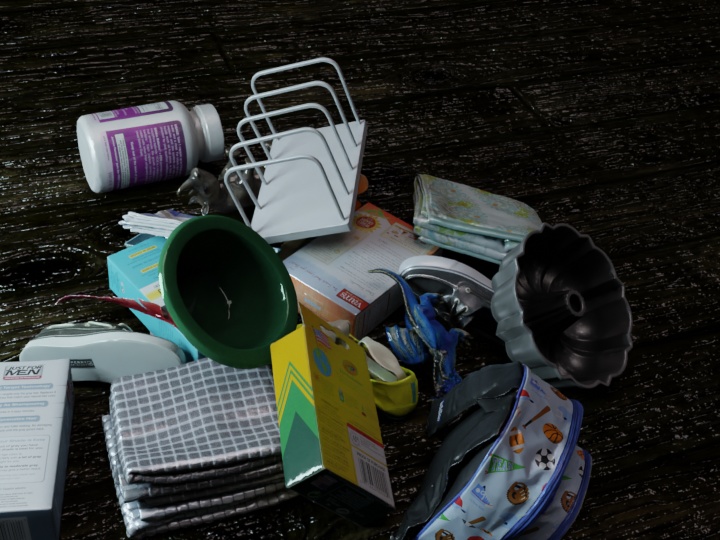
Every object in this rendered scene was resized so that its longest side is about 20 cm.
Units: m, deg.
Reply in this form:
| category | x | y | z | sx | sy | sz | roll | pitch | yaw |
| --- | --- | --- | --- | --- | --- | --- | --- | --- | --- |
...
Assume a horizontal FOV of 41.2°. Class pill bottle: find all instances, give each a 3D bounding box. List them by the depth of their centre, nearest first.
| category | x | y | z | sx | sy | sz | roll | pitch | yaw |
| --- | --- | --- | --- | --- | --- | --- | --- | --- | --- |
| pill bottle | -0.304 | -0.185 | 1.400 | 0.197 | 0.114 | 0.113 | -14 | 42 | -23 |

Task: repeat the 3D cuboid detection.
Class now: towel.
| category | x | y | z | sx | sy | sz | roll | pitch | yaw |
| --- | --- | --- | --- | --- | --- | --- | --- | --- | --- |
| towel | -0.165 | 0.170 | 1.001 | 0.196 | 0.087 | 0.167 | -9 | 40 | -17 |
| towel | -0.211 | -0.057 | 1.242 | 0.144 | 0.024 | 0.200 | 9 | 6 | 5 |
| towel | 0.165 | -0.070 | 1.321 | 0.196 | 0.049 | 0.172 | 16 | 26 | -6 |

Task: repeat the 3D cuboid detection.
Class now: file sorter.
| category | x | y | z | sx | sy | sz | roll | pitch | yaw |
| --- | --- | --- | --- | --- | --- | --- | --- | --- | --- |
| file sorter | -0.083 | -0.154 | 1.222 | 0.136 | 0.125 | 0.202 | -8 | 46 | 18 |

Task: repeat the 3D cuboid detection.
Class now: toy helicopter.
| category | x | y | z | sx | sy | sz | roll | pitch | yaw |
| --- | --- | --- | --- | --- | --- | --- | --- | --- | --- |
| toy helicopter | -0.062 | -0.068 | 1.289 | 0.079 | 0.132 | 0.201 | 41 | 62 | -6 |

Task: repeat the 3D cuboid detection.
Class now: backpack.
| category | x | y | z | sx | sy | sz | roll | pitch | yaw |
| --- | --- | --- | --- | --- | --- | --- | --- | --- | --- |
| backpack | 0.137 | 0.194 | 0.928 | 0.152 | 0.192 | 0.201 | 26 | 40 | -1 |

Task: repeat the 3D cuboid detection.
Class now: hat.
| category | x | y | z | sx | sy | sz | roll | pitch | yaw |
| --- | --- | --- | --- | --- | --- | --- | --- | --- | --- |
| hat | -0.192 | 0.044 | 1.078 | 0.201 | 0.175 | 0.165 | 53 | 45 | -4 |

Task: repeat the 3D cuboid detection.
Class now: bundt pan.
| category | x | y | z | sx | sy | sz | roll | pitch | yaw |
| --- | --- | --- | --- | --- | --- | --- | --- | --- | --- |
| bundt pan | 0.234 | 0.051 | 1.152 | 0.199 | 0.075 | 0.206 | 15 | 62 | -31 |

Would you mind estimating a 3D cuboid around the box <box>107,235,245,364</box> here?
| category | x | y | z | sx | sy | sz | roll | pitch | yaw |
| --- | --- | --- | --- | --- | --- | --- | --- | --- | --- |
| box | -0.215 | 0.039 | 1.134 | 0.082 | 0.050 | 0.199 | -26 | 49 | -33 |

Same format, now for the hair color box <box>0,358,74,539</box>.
| category | x | y | z | sx | sy | sz | roll | pitch | yaw |
| --- | --- | --- | --- | --- | --- | --- | --- | --- | --- |
| hair color box | -0.352 | 0.183 | 0.981 | 0.097 | 0.061 | 0.202 | -1 | 40 | -10 |

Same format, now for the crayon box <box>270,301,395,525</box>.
| category | x | y | z | sx | sy | sz | roll | pitch | yaw |
| --- | --- | --- | --- | --- | --- | --- | --- | --- | --- |
| crayon box | -0.032 | 0.147 | 0.992 | 0.050 | 0.127 | 0.202 | -30 | 46 | 21 |

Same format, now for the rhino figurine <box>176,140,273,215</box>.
| category | x | y | z | sx | sy | sz | roll | pitch | yaw |
| --- | --- | --- | --- | --- | --- | --- | --- | --- | --- |
| rhino figurine | -0.170 | -0.123 | 1.341 | 0.198 | 0.089 | 0.060 | -17 | 43 | -41 |

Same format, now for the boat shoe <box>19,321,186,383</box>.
| category | x | y | z | sx | sy | sz | roll | pitch | yaw |
| --- | --- | --- | --- | --- | --- | --- | --- | --- | --- |
| boat shoe | -0.286 | 0.087 | 1.085 | 0.196 | 0.072 | 0.064 | 2 | 33 | 13 |

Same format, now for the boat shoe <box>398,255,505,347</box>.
| category | x | y | z | sx | sy | sz | roll | pitch | yaw |
| --- | --- | --- | --- | --- | --- | --- | --- | --- | --- |
| boat shoe | 0.135 | 0.049 | 1.187 | 0.197 | 0.070 | 0.067 | 26 | 46 | -11 |

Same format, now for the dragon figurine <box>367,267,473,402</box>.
| category | x | y | z | sx | sy | sz | roll | pitch | yaw |
| --- | --- | --- | --- | --- | --- | --- | --- | --- | --- |
| dragon figurine | 0.071 | 0.073 | 1.127 | 0.201 | 0.059 | 0.099 | 54 | 28 | 6 |

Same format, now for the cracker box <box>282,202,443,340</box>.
| category | x | y | z | sx | sy | sz | roll | pitch | yaw |
| --- | --- | --- | --- | --- | --- | --- | --- | --- | --- |
| cracker box | 0.000 | 0.000 | 1.254 | 0.133 | 0.058 | 0.199 | 30 | 44 | 25 |

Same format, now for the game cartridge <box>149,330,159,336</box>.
| category | x | y | z | sx | sy | sz | roll | pitch | yaw |
| --- | --- | --- | --- | --- | --- | --- | --- | --- | --- |
| game cartridge | -0.197 | 0.055 | 1.181 | 0.127 | 0.039 | 0.201 | -8 | 41 | -11 |

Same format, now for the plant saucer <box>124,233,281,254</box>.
| category | x | y | z | sx | sy | sz | roll | pitch | yaw |
| --- | --- | --- | --- | --- | --- | --- | --- | --- | --- |
| plant saucer | -0.203 | -0.024 | 1.237 | 0.196 | 0.019 | 0.070 | 9 | 25 | 19 |

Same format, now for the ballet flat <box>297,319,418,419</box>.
| category | x | y | z | sx | sy | sz | roll | pitch | yaw |
| --- | --- | --- | --- | --- | --- | --- | --- | --- | --- |
| ballet flat | -0.011 | 0.098 | 1.125 | 0.198 | 0.068 | 0.066 | 31 | 43 | 28 |
